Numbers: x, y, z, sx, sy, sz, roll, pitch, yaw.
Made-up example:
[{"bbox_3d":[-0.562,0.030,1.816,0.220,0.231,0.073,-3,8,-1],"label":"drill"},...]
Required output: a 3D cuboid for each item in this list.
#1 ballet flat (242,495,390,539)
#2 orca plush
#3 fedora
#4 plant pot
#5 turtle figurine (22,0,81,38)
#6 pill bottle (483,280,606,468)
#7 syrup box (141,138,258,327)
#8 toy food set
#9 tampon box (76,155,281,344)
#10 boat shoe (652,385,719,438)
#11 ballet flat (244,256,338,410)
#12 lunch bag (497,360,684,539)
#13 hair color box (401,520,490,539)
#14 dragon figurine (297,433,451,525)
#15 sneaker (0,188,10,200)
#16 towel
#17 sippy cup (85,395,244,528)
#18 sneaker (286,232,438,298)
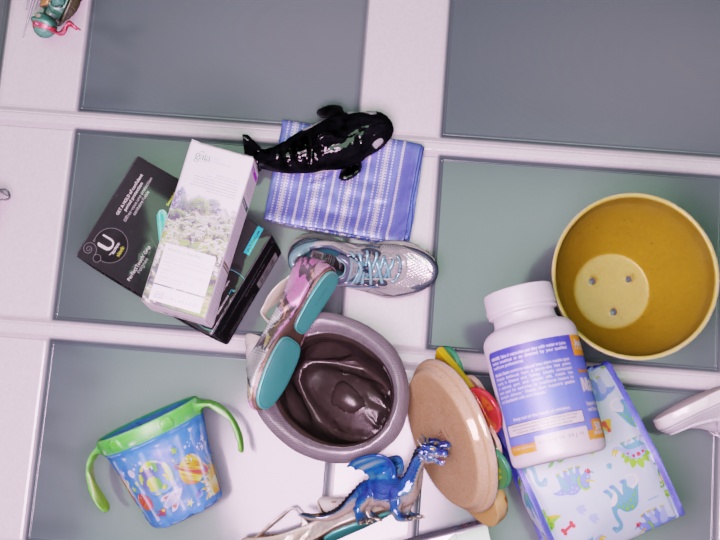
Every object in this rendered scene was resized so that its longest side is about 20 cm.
[{"bbox_3d":[-0.058,0.317,1.326,0.199,0.067,0.063,-25,72,-3],"label":"ballet flat"},{"bbox_3d":[-0.056,-0.176,1.382,0.199,0.071,0.106,0,78,2],"label":"orca plush"},{"bbox_3d":[-0.031,0.152,1.336,0.199,0.090,0.178,22,81,11],"label":"fedora"},{"bbox_3d":[0.329,0.016,1.325,0.199,0.142,0.201,0,81,2],"label":"plant pot"},{"bbox_3d":[-0.420,-0.390,1.428,0.149,0.100,0.201,9,77,44],"label":"turtle figurine"},{"bbox_3d":[0.205,0.119,1.219,0.111,0.112,0.201,-12,78,-1],"label":"pill bottle"},{"bbox_3d":[-0.186,-0.043,1.246,0.078,0.081,0.201,15,80,1],"label":"syrup box"},{"bbox_3d":[0.119,0.198,1.279,0.048,0.199,0.200,-16,45,-22],"label":"toy food set"},{"bbox_3d":[-0.226,-0.022,1.349,0.199,0.126,0.150,30,82,6],"label":"tampon box"},{"bbox_3d":[0.471,0.178,1.340,0.199,0.072,0.069,-18,81,-11],"label":"boat shoe"},{"bbox_3d":[-0.098,0.072,1.287,0.071,0.069,0.201,20,76,30],"label":"ballet flat"},{"bbox_3d":[0.270,0.234,1.301,0.169,0.127,0.201,-25,91,-3],"label":"lunch bag"},{"bbox_3d":[0.072,0.384,1.314,0.199,0.061,0.100,-14,81,-1],"label":"hair color box"},{"bbox_3d":[0.022,0.250,1.266,0.199,0.059,0.100,-10,78,27],"label":"dragon figurine"},{"bbox_3d":[-0.561,-0.113,1.398,0.199,0.075,0.114,31,82,0],"label":"sneaker"},{"bbox_3d":[-0.021,-0.117,1.412,0.199,0.024,0.146,10,81,3],"label":"towel"},{"bbox_3d":[-0.239,0.242,1.313,0.177,0.139,0.131,-23,92,36],"label":"sippy cup"},{"bbox_3d":[0.000,0.000,1.356,0.199,0.086,0.078,5,99,5],"label":"sneaker"}]
